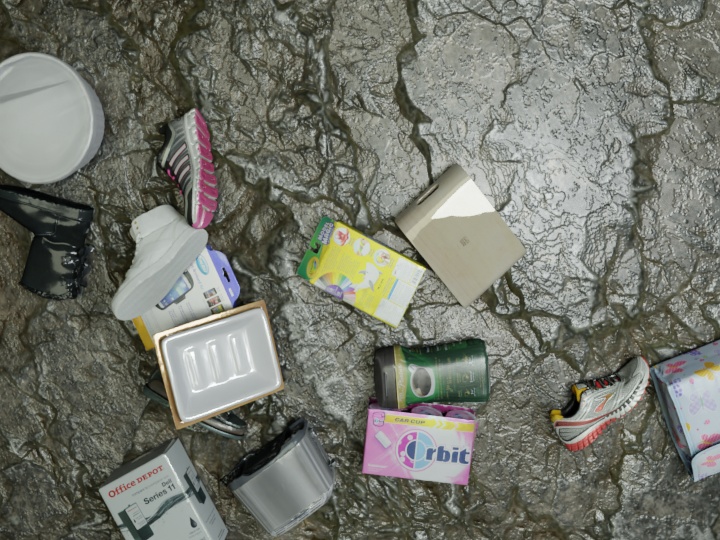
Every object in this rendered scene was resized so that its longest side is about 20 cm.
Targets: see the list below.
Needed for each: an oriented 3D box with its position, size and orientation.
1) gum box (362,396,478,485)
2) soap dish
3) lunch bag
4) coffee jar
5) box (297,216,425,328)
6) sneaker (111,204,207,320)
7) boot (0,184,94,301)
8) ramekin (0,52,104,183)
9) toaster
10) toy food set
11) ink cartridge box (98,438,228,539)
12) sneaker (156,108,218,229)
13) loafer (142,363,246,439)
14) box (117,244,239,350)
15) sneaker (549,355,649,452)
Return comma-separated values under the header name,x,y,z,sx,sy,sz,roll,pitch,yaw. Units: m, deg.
name,x,y,z,sx,sy,sz,roll,pitch,yaw
gum box,0.104,0.295,1.299,0.194,0.066,0.117,6,99,1
soap dish,-0.238,0.153,1.255,0.196,0.081,0.162,-17,98,-26
lunch bag,0.601,0.236,1.246,0.166,0.127,0.204,-20,103,7
coffee jar,0.119,0.176,1.274,0.194,0.085,0.107,-4,99,2
box,0.000,0.000,1.277,0.197,0.048,0.119,28,98,-4
sneaker,-0.360,-0.019,1.252,0.115,0.074,0.200,34,72,25
boot,-0.552,-0.047,1.283,0.193,0.073,0.167,16,101,0
ramekin,-0.519,-0.250,1.241,0.196,0.094,0.209,0,98,2
toaster,-0.136,0.364,1.295,0.198,0.114,0.130,-36,97,4
toy food set,0.171,-0.055,1.264,0.143,0.060,0.201,-40,102,5
ink cartridge box,-0.347,0.425,1.325,0.144,0.083,0.203,-28,95,5
sneaker,-0.294,-0.164,1.246,0.085,0.074,0.206,-10,80,12
loafer,-0.283,0.227,1.307,0.196,0.072,0.064,26,92,1
box,-0.306,0.042,1.299,0.196,0.041,0.121,-24,96,3
sneaker,0.408,0.216,1.273,0.200,0.078,0.082,-44,93,6
